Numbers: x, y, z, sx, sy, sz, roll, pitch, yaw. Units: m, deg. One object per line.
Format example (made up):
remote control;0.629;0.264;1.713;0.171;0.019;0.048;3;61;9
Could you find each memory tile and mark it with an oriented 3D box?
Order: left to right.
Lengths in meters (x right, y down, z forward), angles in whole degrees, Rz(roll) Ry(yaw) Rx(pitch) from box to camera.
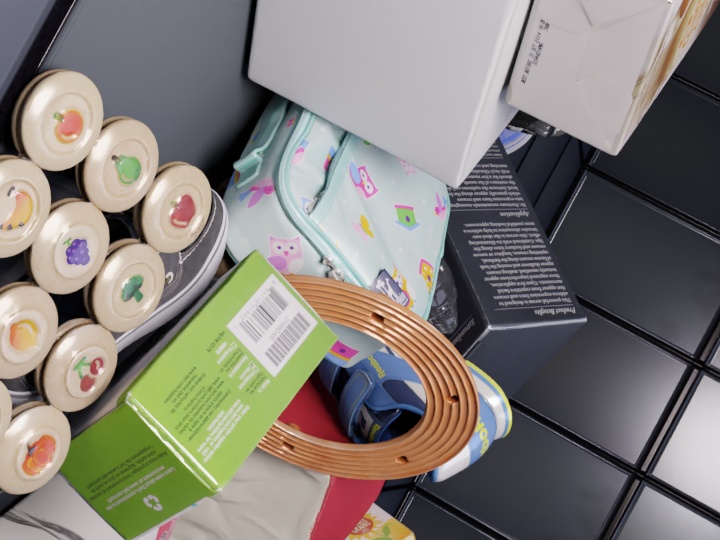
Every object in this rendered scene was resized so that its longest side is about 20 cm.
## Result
memory tile;-0.160;0.010;0.746;0.201;0.017;0.153;-60;143;-9

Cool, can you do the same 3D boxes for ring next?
ring;-0.019;0.070;0.963;0.201;0.199;0.019;104;3;-50

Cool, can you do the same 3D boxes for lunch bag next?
lunch bag;-0.013;-0.045;1.000;0.077;0.161;0.201;-24;-152;28

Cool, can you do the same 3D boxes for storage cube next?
storage cube;-0.071;0.129;1.167;0.180;0.170;0.201;-44;160;-52

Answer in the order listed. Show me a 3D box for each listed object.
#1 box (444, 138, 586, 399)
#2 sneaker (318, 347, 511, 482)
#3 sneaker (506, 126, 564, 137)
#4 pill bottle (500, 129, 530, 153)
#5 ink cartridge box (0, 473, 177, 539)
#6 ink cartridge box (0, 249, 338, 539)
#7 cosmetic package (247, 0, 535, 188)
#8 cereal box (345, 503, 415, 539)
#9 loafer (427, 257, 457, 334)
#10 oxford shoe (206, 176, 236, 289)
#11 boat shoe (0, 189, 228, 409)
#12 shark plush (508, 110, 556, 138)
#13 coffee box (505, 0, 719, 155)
box;0.076;0.002;1.244;0.106;0.201;0.149;-3;148;-34
sneaker;0.009;0.077;1.057;0.082;0.199;0.074;-46;156;-32
sneaker;0.090;-0.179;1.148;0.075;0.199;0.116;-140;-114;-67
pill bottle;0.116;-0.182;1.393;0.113;0.112;0.200;-60;169;-5
ink cartridge box;-0.215;0.227;0.988;0.146;0.084;0.200;-67;169;26
ink cartridge box;-0.125;0.093;0.893;0.200;0.076;0.148;-36;-170;43
cosmetic package;0.052;-0.201;0.946;0.200;0.167;0.167;-51;164;-38
cereal box;-0.066;0.229;1.274;0.143;0.200;0.040;-27;123;-27
loafer;0.000;0.000;1.145;0.068;0.200;0.071;-39;127;-21
oxford shoe;-0.102;-0.020;0.986;0.200;0.072;0.085;-8;96;-66
boat shoe;-0.141;-0.002;0.840;0.200;0.070;0.066;-42;159;-39
shark plush;0.056;-0.155;1.035;0.083;0.200;0.091;-43;137;-15
coffee box;0.174;-0.179;0.911;0.200;0.079;0.115;-51;162;-43
